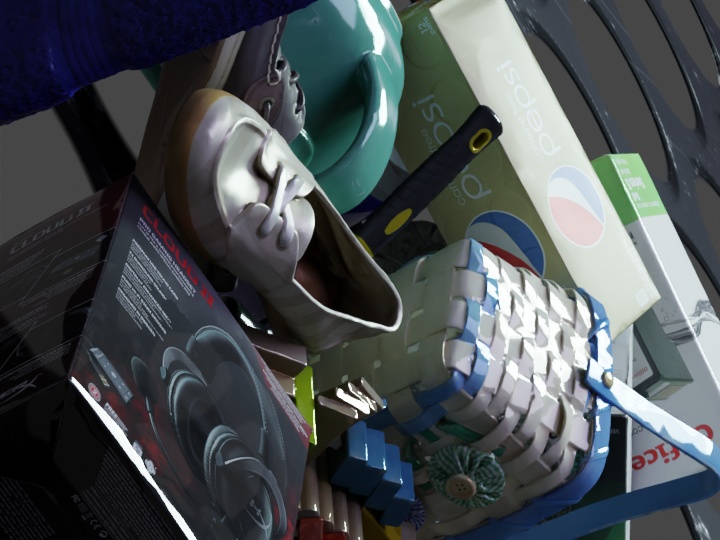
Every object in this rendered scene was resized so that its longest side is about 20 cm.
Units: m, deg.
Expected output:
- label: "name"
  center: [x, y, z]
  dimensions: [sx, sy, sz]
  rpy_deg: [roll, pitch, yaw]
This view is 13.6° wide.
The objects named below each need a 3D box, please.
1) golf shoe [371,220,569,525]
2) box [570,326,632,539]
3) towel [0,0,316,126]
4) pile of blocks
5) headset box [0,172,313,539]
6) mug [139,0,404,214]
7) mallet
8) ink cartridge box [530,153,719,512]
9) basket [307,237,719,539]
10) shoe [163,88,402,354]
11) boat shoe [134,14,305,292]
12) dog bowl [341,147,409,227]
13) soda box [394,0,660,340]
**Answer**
- label: "golf shoe"
  center: [0.058, 0.060, 1.734]
  dimensions: [0.097, 0.078, 0.201]
  rpy_deg: [-77, 147, -74]
- label: "box"
  center: [0.138, 0.142, 1.740]
  dimensions: [0.144, 0.036, 0.201]
  rpy_deg: [-75, 164, -67]
- label: "towel"
  center: [-0.104, -0.133, 1.302]
  dimensions: [0.050, 0.199, 0.148]
  rpy_deg: [58, 17, -46]
- label: "pile of blocks"
  center: [-0.019, 0.102, 1.408]
  dimensions: [0.200, 0.082, 0.062]
  rpy_deg: [46, 28, -42]
- label: "headset box"
  center: [-0.094, 0.066, 1.247]
  dimensions: [0.149, 0.077, 0.200]
  rpy_deg: [56, 19, -21]
- label: "mug"
  center: [-0.039, -0.107, 1.503]
  dimensions: [0.185, 0.114, 0.152]
  rpy_deg: [52, -5, 9]
- label: "mallet"
  center: [0.000, 0.000, 1.466]
  dimensions: [0.041, 0.200, 0.066]
  rpy_deg: [27, -30, 53]
- label: "ink cartridge box"
  center: [0.144, 0.048, 1.861]
  dimensions: [0.201, 0.145, 0.084]
  rpy_deg: [65, 17, 7]
- label: "basket"
  center: [0.063, 0.085, 1.541]
  dimensions: [0.200, 0.176, 0.140]
  rpy_deg: [32, 47, -36]
- label: "shoe"
  center: [-0.032, -0.020, 1.338]
  dimensions: [0.200, 0.053, 0.070]
  rpy_deg: [55, 47, -58]
- label: "boat shoe"
  center: [-0.057, -0.077, 1.383]
  dimensions: [0.064, 0.201, 0.072]
  rpy_deg: [11, 26, -19]
- label: "dog bowl"
  center: [-0.038, -0.119, 1.688]
  dimensions: [0.200, 0.079, 0.201]
  rpy_deg: [54, 19, -28]
- label: "soda box"
  center: [0.075, -0.051, 1.585]
  dimensions: [0.064, 0.068, 0.201]
  rpy_deg: [-37, 101, -48]
